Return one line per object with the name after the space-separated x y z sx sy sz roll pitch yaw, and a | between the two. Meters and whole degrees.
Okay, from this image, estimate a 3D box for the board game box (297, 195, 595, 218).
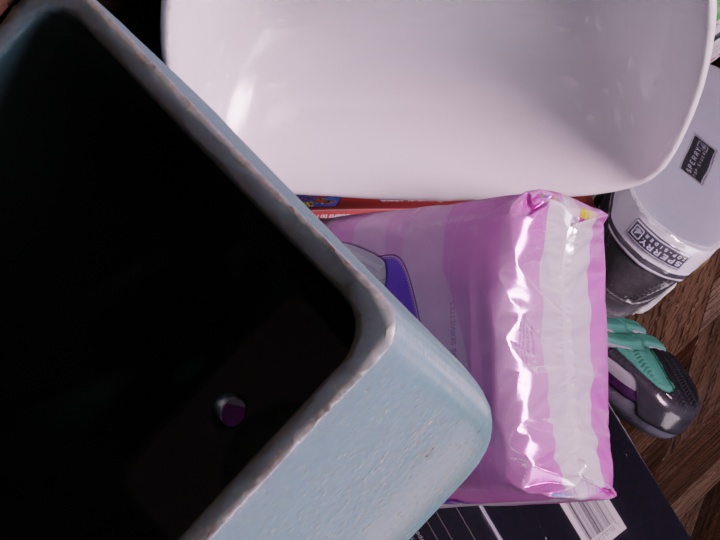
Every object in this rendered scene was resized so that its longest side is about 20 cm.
0.000 0.000 1.256 0.200 0.019 0.103 -1 141 -28 | board game box

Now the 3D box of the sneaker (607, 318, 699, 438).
0.087 0.046 1.406 0.074 0.200 0.088 15 109 -47 | sneaker

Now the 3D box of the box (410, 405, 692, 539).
0.031 0.149 1.277 0.182 0.104 0.200 -33 175 23 | box

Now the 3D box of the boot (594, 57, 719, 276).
0.186 -0.073 1.523 0.200 0.175 0.066 -35 116 -28 | boot

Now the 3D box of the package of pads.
0.008 0.036 1.115 0.200 0.121 0.076 -6 170 38 | package of pads

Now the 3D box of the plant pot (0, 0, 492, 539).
-0.069 0.054 0.987 0.196 0.196 0.200 -48 150 5 | plant pot

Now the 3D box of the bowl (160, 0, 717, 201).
0.028 -0.102 1.022 0.200 0.075 0.200 1 155 -1 | bowl

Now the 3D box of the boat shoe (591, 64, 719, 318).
0.149 -0.035 1.314 0.068 0.074 0.199 -50 -174 32 | boat shoe

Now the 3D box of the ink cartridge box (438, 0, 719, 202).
0.102 -0.113 1.205 0.147 0.083 0.200 -36 175 26 | ink cartridge box
